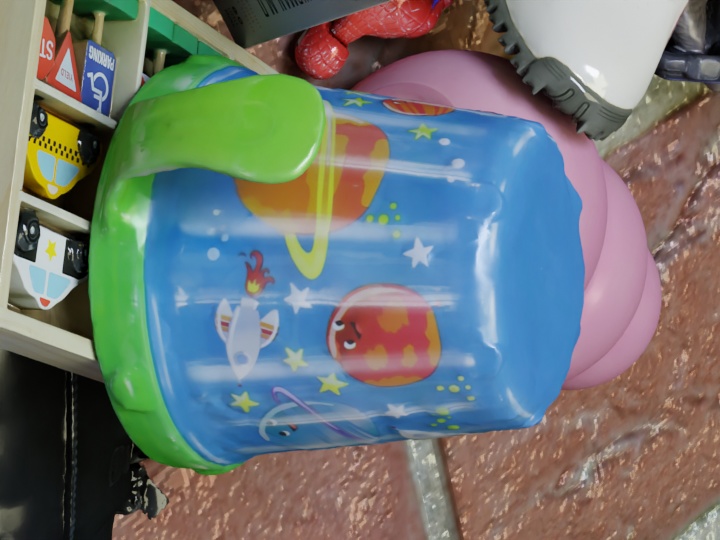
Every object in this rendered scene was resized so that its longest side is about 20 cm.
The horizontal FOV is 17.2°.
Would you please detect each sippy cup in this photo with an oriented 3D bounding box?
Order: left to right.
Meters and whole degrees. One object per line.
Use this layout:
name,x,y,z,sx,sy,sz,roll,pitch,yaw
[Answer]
sippy cup,0.000,0.000,0.769,0.178,0.129,0.141,-25,114,-65

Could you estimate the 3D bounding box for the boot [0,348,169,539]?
boot,-0.146,0.079,0.826,0.198,0.073,0.164,-10,115,-49

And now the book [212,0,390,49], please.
book,0.038,-0.126,0.771,0.133,0.200,0.048,-34,101,-18

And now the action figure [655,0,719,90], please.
action figure,0.218,-0.126,1.013,0.199,0.193,0.105,2,95,-16

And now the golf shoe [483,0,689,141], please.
golf shoe,0.106,-0.135,0.926,0.077,0.088,0.201,38,42,-17

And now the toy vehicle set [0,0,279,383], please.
toy vehicle set,-0.074,-0.026,0.793,0.200,0.026,0.125,27,66,-65

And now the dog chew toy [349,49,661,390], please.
dog chew toy,0.060,-0.008,0.966,0.200,0.124,0.125,32,83,-54

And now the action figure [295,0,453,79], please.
action figure,0.035,-0.159,0.929,0.065,0.052,0.201,38,81,-40
